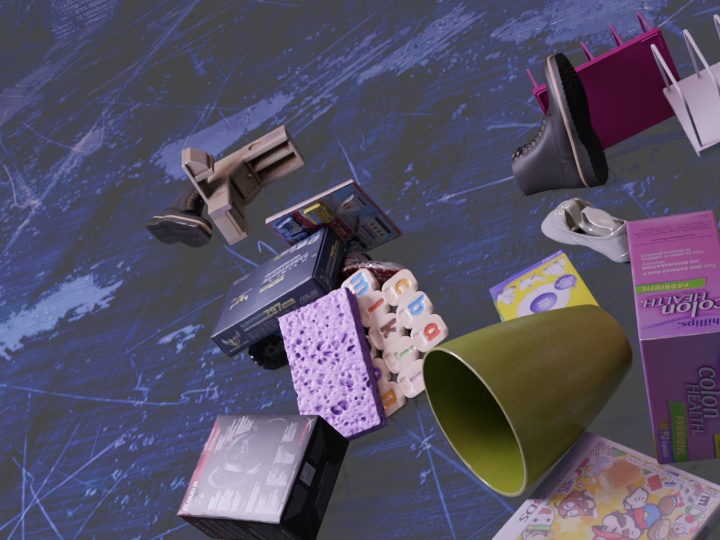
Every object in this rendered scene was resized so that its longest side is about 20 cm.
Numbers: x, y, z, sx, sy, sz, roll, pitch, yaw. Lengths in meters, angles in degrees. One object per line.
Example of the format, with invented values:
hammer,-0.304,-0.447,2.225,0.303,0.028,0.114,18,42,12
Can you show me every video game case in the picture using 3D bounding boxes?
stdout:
video game case,0.252,0.263,1.184,0.182,0.023,0.200,-44,32,-19

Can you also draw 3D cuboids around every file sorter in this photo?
file sorter,0.372,-0.284,1.754,0.200,0.139,0.125,-26,29,12
file sorter,0.525,-0.283,1.589,0.200,0.125,0.139,-25,49,12

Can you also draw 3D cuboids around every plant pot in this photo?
plant pot,0.204,0.125,1.305,0.200,0.187,0.187,-28,27,-21

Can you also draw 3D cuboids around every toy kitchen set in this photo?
toy kitchen set,-0.216,-0.192,2.146,0.180,0.163,0.200,-28,31,9

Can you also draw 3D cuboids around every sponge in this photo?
sponge,-0.039,0.133,1.535,0.111,0.030,0.200,-24,65,20

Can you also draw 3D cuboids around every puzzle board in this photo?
puzzle board,-0.036,-0.063,1.778,0.151,0.200,0.017,-24,61,14

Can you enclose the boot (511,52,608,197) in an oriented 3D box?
boot,0.266,-0.206,1.684,0.138,0.200,0.077,-12,10,36

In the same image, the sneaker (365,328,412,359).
sneaker,-0.012,0.094,1.608,0.200,0.091,0.067,-15,32,28

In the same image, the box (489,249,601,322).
box,0.245,0.061,1.462,0.117,0.048,0.200,-30,32,6

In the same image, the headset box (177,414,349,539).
headset box,-0.131,0.265,1.464,0.200,0.077,0.149,-7,50,38

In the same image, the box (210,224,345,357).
box,-0.122,0.030,1.721,0.200,0.051,0.158,-31,23,23

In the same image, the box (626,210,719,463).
box,0.344,0.068,1.212,0.096,0.176,0.200,-8,36,13

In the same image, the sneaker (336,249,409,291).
sneaker,0.000,0.000,1.749,0.200,0.078,0.082,3,44,45

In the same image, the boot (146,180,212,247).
boot,-0.318,-0.121,2.196,0.200,0.077,0.138,9,56,50

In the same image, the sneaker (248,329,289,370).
sneaker,-0.077,0.073,1.719,0.200,0.078,0.086,-20,29,20

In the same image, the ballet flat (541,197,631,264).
ballet flat,0.310,-0.066,1.566,0.069,0.069,0.200,-40,30,-12

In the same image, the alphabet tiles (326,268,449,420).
alphabet tiles,0.018,0.098,1.542,0.196,0.015,0.200,-39,60,12
